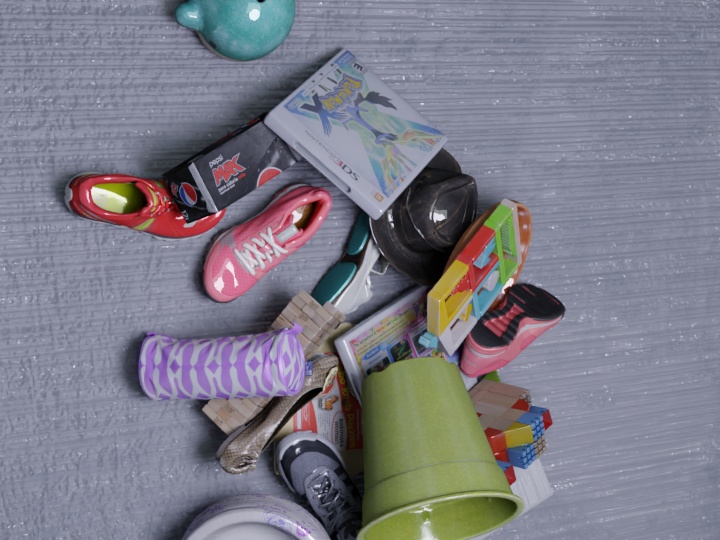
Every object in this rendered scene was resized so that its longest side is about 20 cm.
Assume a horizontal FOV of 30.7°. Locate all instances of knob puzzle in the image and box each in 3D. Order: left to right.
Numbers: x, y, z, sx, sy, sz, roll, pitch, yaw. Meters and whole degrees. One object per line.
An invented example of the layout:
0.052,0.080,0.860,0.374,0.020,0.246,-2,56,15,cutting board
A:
-0.022,0.166,1.689,0.218,0.030,0.221,1,88,-25,knob puzzle

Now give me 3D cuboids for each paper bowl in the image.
-0.125,0.365,1.572,0.199,0.104,0.202,0,100,2,paper bowl

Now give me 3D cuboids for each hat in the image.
0.102,-0.084,1.693,0.200,0.081,0.202,11,74,-42,hat

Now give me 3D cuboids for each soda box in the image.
-0.142,-0.132,1.581,0.200,0.063,0.071,-39,106,-43,soda box

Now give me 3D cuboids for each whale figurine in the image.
-0.160,-0.352,1.590,0.159,0.104,0.201,-40,105,-20,whale figurine

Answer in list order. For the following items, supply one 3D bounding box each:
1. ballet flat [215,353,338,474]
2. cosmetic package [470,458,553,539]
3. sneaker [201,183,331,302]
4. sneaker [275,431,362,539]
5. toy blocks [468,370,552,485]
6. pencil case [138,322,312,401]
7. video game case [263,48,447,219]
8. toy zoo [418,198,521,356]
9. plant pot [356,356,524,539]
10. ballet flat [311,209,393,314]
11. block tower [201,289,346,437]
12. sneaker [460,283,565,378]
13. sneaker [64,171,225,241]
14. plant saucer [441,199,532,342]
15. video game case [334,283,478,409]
-0.092,0.176,1.592,0.046,0.068,0.200,39,63,19,ballet flat
0.138,0.301,1.723,0.199,0.107,0.091,-29,102,-21,cosmetic package
-0.114,-0.041,1.609,0.200,0.087,0.074,-44,106,-19,sneaker
-0.029,0.288,1.611,0.075,0.114,0.201,-34,123,-3,sneaker
0.175,0.209,1.683,0.200,0.136,0.101,-35,123,-41,toy blocks
-0.162,0.108,1.543,0.199,0.084,0.086,-5,76,15,pencil case
-0.001,-0.174,1.631,0.182,0.022,0.200,41,43,0,video game case
0.138,0.021,1.645,0.200,0.020,0.132,-50,151,-23,toy zoo
0.077,0.211,1.559,0.199,0.200,0.191,2,62,-25,plant pot
0.000,0.000,1.686,0.069,0.069,0.201,36,71,-21,ballet flat
-0.105,0.112,1.602,0.058,0.054,0.200,41,89,15,block tower
0.199,0.083,1.780,0.074,0.087,0.200,42,43,23,sneaker
-0.249,-0.076,1.554,0.199,0.085,0.078,3,89,-25,sneaker
0.159,-0.001,1.720,0.200,0.032,0.201,-42,148,-34,plant saucer
0.067,0.130,1.703,0.200,0.024,0.183,-31,103,-42,video game case
